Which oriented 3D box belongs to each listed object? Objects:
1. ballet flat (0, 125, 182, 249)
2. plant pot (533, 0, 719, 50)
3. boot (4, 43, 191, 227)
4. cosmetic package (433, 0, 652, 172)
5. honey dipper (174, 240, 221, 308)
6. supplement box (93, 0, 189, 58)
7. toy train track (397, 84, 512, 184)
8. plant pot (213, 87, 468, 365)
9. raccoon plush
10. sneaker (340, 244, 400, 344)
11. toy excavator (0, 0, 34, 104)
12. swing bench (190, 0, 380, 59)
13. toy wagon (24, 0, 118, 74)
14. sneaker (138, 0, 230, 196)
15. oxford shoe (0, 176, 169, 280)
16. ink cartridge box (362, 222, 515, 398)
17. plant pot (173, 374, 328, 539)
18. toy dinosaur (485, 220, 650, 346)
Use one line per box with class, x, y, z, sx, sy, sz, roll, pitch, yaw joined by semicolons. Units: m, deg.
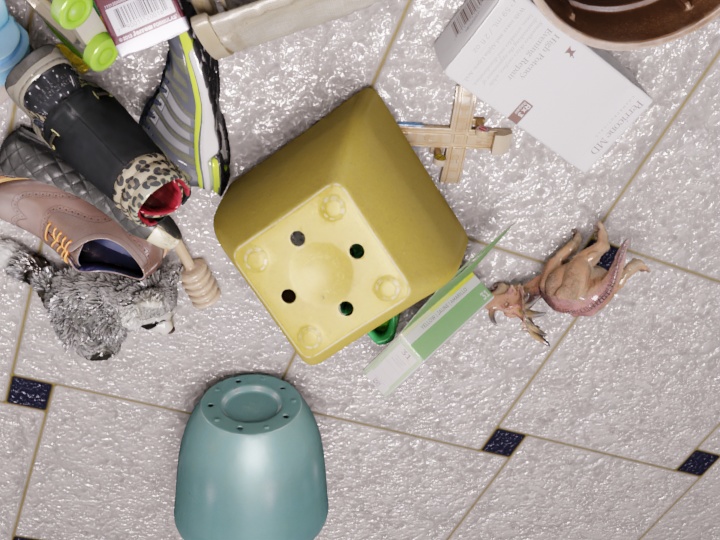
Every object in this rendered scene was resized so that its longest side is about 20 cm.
ballet flat;-0.268;-0.074;0.810;0.198;0.066;0.057;31;97;-1
plant pot;0.192;-0.306;0.626;0.197;0.200;0.203;-4;129;-5
boot;-0.217;-0.099;0.718;0.154;0.204;0.073;45;83;3
cosmetic package;0.178;-0.193;0.792;0.198;0.075;0.102;27;120;-23
honey dipper;-0.208;-0.043;0.883;0.037;0.038;0.202;-17;126;7
supplement box;-0.199;-0.272;0.624;0.060;0.109;0.202;-23;109;-4
toy train track;0.063;-0.135;0.847;0.196;0.033;0.116;2;127;-7
plant pot;-0.025;-0.026;0.761;0.194;0.200;0.195;-32;102;15
raccoon plush;-0.288;0.014;0.864;0.199;0.098;0.134;31;129;-27
sneaker;0.000;0.000;0.909;0.073;0.084;0.201;-24;122;11
toy excavator;-0.359;-0.238;0.648;0.192;0.101;0.201;27;137;0
swing bench;-0.059;-0.285;0.656;0.196;0.131;0.202;-18;127;5
toy wagon;-0.265;-0.233;0.674;0.155;0.200;0.040;42;81;10
sneaker;-0.176;-0.160;0.777;0.079;0.074;0.202;-2;126;0
oxford shoe;-0.298;-0.045;0.835;0.197;0.073;0.072;16;129;-1
ink cartridge box;0.096;0.047;0.890;0.048;0.145;0.200;48;141;6
plant pot;-0.134;0.230;1.009;0.197;0.201;0.163;1;116;-7
toy dinosaur;0.238;0.024;0.919;0.135;0.200;0.086;-44;99;-20
